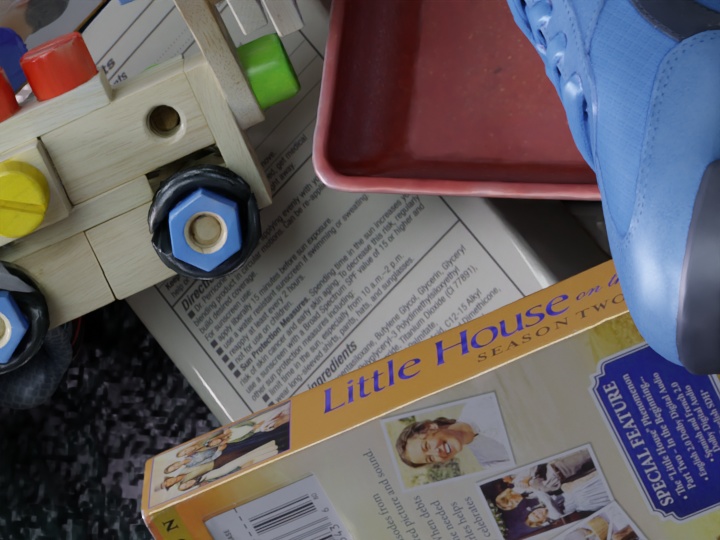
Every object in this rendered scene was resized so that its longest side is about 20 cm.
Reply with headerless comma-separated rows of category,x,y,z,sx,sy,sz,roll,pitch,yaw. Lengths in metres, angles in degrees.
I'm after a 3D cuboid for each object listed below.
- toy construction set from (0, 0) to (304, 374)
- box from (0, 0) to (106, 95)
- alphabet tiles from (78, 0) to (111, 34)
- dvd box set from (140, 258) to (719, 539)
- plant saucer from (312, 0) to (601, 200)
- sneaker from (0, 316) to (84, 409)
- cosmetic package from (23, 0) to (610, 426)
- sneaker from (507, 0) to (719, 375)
toy construction set,-0.094,-0.045,0.683,0.199,0.092,0.132,-20,104,17
box,-0.106,-0.125,0.740,0.200,0.119,0.042,-45,32,5
alphabet tiles,-0.106,-0.134,0.767,0.201,0.195,0.015,-58,28,10
dvd box set,0.066,0.071,0.661,0.199,0.029,0.147,-24,116,11
plant saucer,0.097,-0.106,0.692,0.198,0.037,0.201,2,72,14
sneaker,-0.174,0.021,0.772,0.096,0.199,0.080,53,150,41
cosmetic package,0.000,0.000,0.750,0.104,0.073,0.200,-45,66,16
sneaker,0.059,-0.058,0.610,0.078,0.066,0.201,0,51,7
